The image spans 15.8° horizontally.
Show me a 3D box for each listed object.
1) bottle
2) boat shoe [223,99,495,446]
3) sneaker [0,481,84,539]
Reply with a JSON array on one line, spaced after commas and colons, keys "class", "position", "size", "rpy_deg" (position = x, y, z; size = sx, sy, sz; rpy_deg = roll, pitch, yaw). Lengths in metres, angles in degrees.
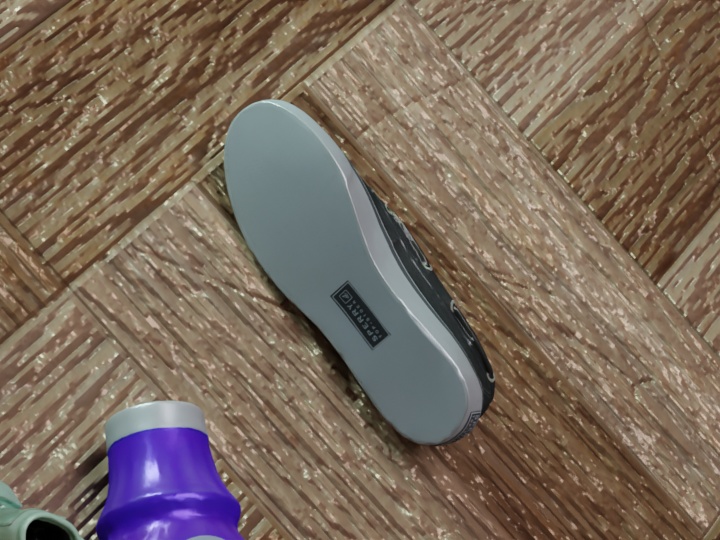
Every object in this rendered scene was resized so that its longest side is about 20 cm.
[{"class": "bottle", "position": [-0.078, 0.157, 1.155], "size": [0.083, 0.065, 0.200], "rpy_deg": [8, 59, -34]}, {"class": "boat shoe", "position": [0.000, 0.000, 1.326], "size": [0.200, 0.069, 0.057], "rpy_deg": [58, 26, 4]}, {"class": "sneaker", "position": [-0.159, 0.098, 1.091], "size": [0.074, 0.118, 0.201], "rpy_deg": [-11, 70, -41]}]
